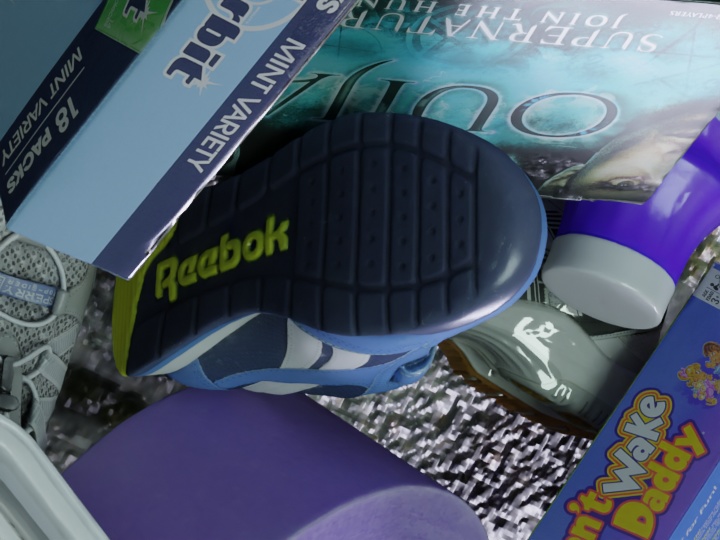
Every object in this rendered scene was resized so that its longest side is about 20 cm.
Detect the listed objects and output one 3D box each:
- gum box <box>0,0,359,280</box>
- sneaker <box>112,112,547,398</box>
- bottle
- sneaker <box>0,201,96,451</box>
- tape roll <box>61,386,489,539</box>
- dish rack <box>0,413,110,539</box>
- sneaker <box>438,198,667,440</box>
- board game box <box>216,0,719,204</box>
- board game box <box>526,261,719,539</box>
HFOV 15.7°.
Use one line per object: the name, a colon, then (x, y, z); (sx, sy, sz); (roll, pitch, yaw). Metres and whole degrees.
gum box: (-0.049, -0.126, 0.707); (0.044, 0.200, 0.170); (24, 120, -35)
sneaker: (0.000, 0.000, 0.849); (0.082, 0.200, 0.074); (18, 72, -35)
bottle: (0.123, -0.077, 0.961); (0.083, 0.065, 0.201); (34, 70, -28)
sneaker: (-0.126, 0.046, 0.889); (0.074, 0.082, 0.201); (11, 102, -31)
tape roll: (-0.048, 0.145, 0.926); (0.200, 0.085, 0.201); (-31, 137, -35)
dish rack: (-0.133, 0.146, 0.782); (0.171, 0.044, 0.200); (-25, 120, 13)
sneaker: (0.040, -0.013, 0.978); (0.200, 0.075, 0.088); (33, 76, -38)
board game box: (0.021, -0.067, 0.828); (0.199, 0.135, 0.028); (3, 64, -15)
board game box: (0.104, 0.112, 0.999); (0.200, 0.045, 0.135); (-54, 158, -19)
